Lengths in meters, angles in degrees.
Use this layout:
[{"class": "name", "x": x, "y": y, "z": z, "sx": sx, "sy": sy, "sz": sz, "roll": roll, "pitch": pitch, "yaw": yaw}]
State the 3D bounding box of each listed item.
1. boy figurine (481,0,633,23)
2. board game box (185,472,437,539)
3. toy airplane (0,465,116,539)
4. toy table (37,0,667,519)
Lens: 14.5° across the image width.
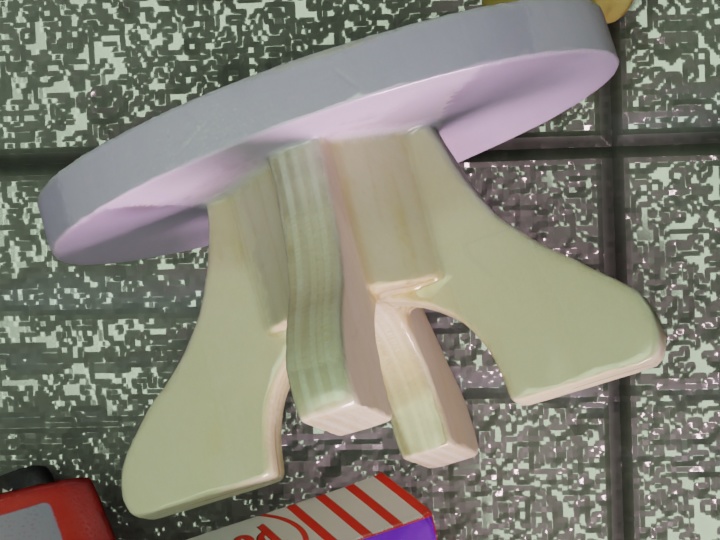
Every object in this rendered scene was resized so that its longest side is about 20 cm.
[{"class": "boy figurine", "x": 0.107, "y": -0.157, "z": 0.940, "sx": 0.124, "sy": 0.064, "sz": 0.201, "roll": 29, "pitch": 101, "yaw": 4}, {"class": "board game box", "x": -0.036, "y": 0.187, "z": 0.955, "sx": 0.151, "sy": 0.046, "sz": 0.201, "roll": -17, "pitch": 111, "yaw": -19}, {"class": "toy airplane", "x": -0.201, "y": 0.133, "z": 0.977, "sx": 0.199, "sy": 0.141, "sz": 0.200, "roll": 23, "pitch": 91, "yaw": 19}, {"class": "toy table", "x": 0.000, "y": 0.000, "z": 0.926, "sx": 0.199, "sy": 0.184, "sz": 0.118, "roll": -21, "pitch": 77, "yaw": 22}]
